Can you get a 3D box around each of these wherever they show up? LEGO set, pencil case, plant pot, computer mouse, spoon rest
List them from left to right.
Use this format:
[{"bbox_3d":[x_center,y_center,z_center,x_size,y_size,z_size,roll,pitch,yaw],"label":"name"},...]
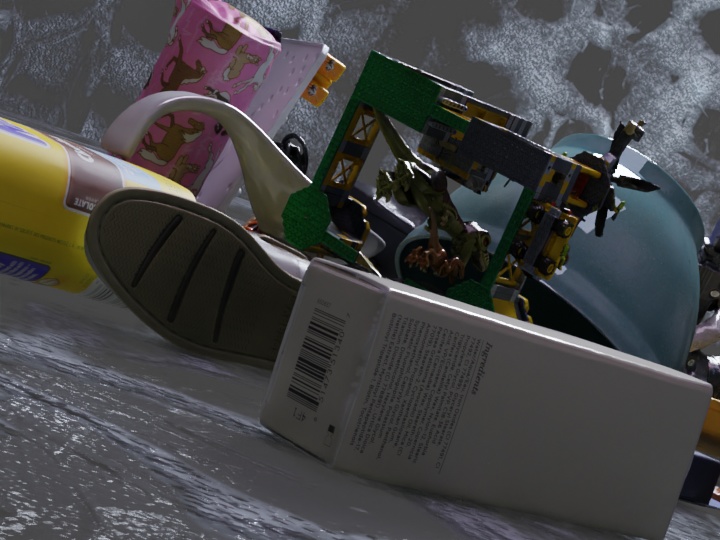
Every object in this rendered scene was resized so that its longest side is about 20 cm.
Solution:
[{"bbox_3d":[-0.130,-0.089,1.145,0.083,0.201,0.086,32,9,26],"label":"pencil case"},{"bbox_3d":[-0.064,-0.059,1.058,0.199,0.061,0.099,27,-2,-34],"label":"spoon rest"},{"bbox_3d":[0.000,0.000,1.223,0.199,0.141,0.046,28,40,20],"label":"computer mouse"},{"bbox_3d":[0.065,-0.034,0.967,0.199,0.155,0.116,22,6,39],"label":"LEGO set"},{"bbox_3d":[0.141,-0.002,1.092,0.200,0.134,0.201,33,-21,14],"label":"plant pot"}]

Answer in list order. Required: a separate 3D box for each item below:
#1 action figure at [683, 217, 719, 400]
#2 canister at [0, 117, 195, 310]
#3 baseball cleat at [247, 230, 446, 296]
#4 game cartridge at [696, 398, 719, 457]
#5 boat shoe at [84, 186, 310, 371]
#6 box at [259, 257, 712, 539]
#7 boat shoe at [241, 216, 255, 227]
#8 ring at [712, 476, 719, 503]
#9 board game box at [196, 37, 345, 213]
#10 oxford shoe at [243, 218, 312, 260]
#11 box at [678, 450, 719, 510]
[{"bbox_3d":[0.283,0.064,1.340,0.192,0.201,0.105,17,29,5],"label":"action figure"},{"bbox_3d":[-0.206,-0.045,0.929,0.199,0.087,0.148,19,2,-37],"label":"canister"},{"bbox_3d":[-0.009,0.037,1.032,0.199,0.070,0.107,16,20,-16],"label":"baseball cleat"},{"bbox_3d":[0.251,0.111,1.228,0.175,0.033,0.200,20,-7,10],"label":"game cartridge"},{"bbox_3d":[-0.065,0.015,0.917,0.199,0.075,0.068,29,-2,-20],"label":"boat shoe"},{"bbox_3d":[0.060,0.060,0.753,0.199,0.083,0.068,19,1,-35],"label":"box"},{"bbox_3d":[-0.061,-0.010,1.431,0.071,0.065,0.200,28,23,12],"label":"boat shoe"},{"bbox_3d":[0.268,0.145,1.107,0.199,0.019,0.200,18,3,-1],"label":"ring"},{"bbox_3d":[-0.100,-0.084,1.256,0.026,0.201,0.200,34,-2,-21],"label":"board game box"},{"bbox_3d":[-0.082,-0.007,1.129,0.071,0.073,0.200,20,3,29],"label":"oxford shoe"},{"bbox_3d":[0.122,0.095,0.978,0.199,0.033,0.121,18,3,-37],"label":"box"}]
